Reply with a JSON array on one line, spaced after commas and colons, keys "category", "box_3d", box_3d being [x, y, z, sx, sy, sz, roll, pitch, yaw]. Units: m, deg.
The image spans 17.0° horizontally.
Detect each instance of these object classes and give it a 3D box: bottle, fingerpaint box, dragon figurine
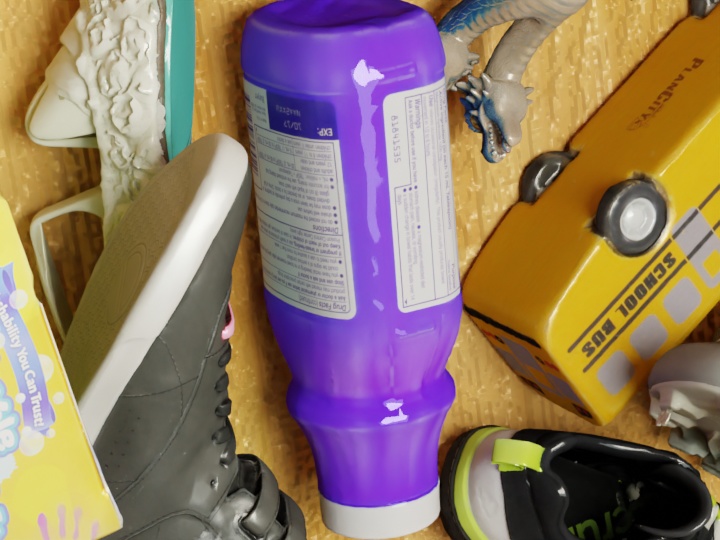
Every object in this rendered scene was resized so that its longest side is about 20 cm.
[{"category": "bottle", "box_3d": [0.000, 0.000, 0.899, 0.065, 0.083, 0.201, -14, 109, -26]}, {"category": "fingerpaint box", "box_3d": [-0.161, -0.017, 0.753, 0.073, 0.167, 0.201, -24, 115, -18]}, {"category": "dragon figurine", "box_3d": [0.070, -0.143, 0.914, 0.059, 0.099, 0.201, 20, 74, -31]}]

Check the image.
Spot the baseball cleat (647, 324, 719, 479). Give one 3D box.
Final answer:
[{"category": "baseball cleat", "box_3d": [0.159, 0.031, 0.962, 0.070, 0.200, 0.107, 26, 84, 7]}]

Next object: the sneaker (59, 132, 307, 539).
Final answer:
[{"category": "sneaker", "box_3d": [-0.054, 0.052, 0.824, 0.099, 0.071, 0.201, 19, 109, -16]}]

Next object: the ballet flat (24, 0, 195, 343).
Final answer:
[{"category": "ballet flat", "box_3d": [-0.087, -0.031, 0.856, 0.071, 0.072, 0.201, -11, 107, -27]}]

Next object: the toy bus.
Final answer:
[{"category": "toy bus", "box_3d": [0.131, -0.039, 0.975, 0.200, 0.065, 0.078, -47, 121, -11]}]

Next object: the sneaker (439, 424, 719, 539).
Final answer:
[{"category": "sneaker", "box_3d": [0.121, 0.115, 0.988, 0.199, 0.083, 0.072, 23, 65, -31]}]
